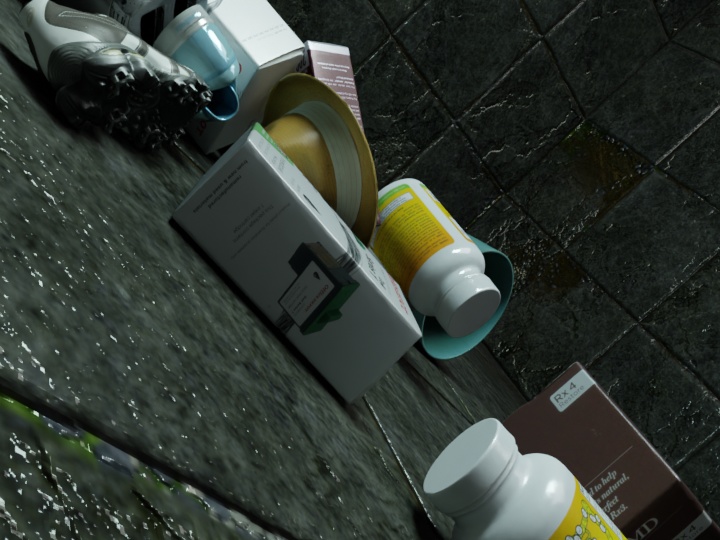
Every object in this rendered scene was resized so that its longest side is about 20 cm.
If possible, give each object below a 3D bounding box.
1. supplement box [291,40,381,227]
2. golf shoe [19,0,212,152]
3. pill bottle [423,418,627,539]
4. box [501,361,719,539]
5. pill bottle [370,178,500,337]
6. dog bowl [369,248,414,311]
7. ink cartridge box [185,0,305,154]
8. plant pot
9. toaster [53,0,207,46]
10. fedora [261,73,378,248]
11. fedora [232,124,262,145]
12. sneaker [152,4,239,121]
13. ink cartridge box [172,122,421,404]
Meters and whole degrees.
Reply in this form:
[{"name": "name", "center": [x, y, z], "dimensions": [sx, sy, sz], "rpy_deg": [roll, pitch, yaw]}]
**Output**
[{"name": "supplement box", "center": [-0.046, -0.132, 0.865], "dimensions": [0.060, 0.108, 0.205], "rpy_deg": [-4, 77, -37]}, {"name": "golf shoe", "center": [-0.177, -0.151, 0.590], "dimensions": [0.095, 0.078, 0.200], "rpy_deg": [49, 5, 5]}, {"name": "pill bottle", "center": [0.134, 0.205, 0.553], "dimensions": [0.201, 0.104, 0.104], "rpy_deg": [49, 6, -3]}, {"name": "box", "center": [0.226, 0.237, 0.744], "dimensions": [0.200, 0.165, 0.165], "rpy_deg": [44, 8, -34]}, {"name": "pill bottle", "center": [0.091, -0.015, 1.010], "dimensions": [0.201, 0.111, 0.111], "rpy_deg": [54, 8, 35]}, {"name": "dog bowl", "center": [0.000, 0.000, 1.061], "dimensions": [0.201, 0.058, 0.200], "rpy_deg": [50, 6, -7]}, {"name": "ink cartridge box", "center": [-0.174, -0.254, 0.845], "dimensions": [0.201, 0.146, 0.084], "rpy_deg": [49, 44, 4]}, {"name": "plant pot", "center": [0.131, 0.018, 1.313], "dimensions": [0.161, 0.201, 0.200], "rpy_deg": [41, 0, 42]}, {"name": "toaster", "center": [-0.208, -0.265, 0.700], "dimensions": [0.130, 0.113, 0.200], "rpy_deg": [53, -23, 2]}, {"name": "fedora", "center": [-0.066, -0.083, 0.752], "dimensions": [0.199, 0.081, 0.205], "rpy_deg": [29, -49, 40]}, {"name": "fedora", "center": [-0.111, -0.184, 1.029], "dimensions": [0.201, 0.195, 0.094], "rpy_deg": [-120, -153, -62]}, {"name": "sneaker", "center": [-0.154, -0.165, 0.732], "dimensions": [0.083, 0.074, 0.200], "rpy_deg": [53, -14, -5]}, {"name": "ink cartridge box", "center": [-0.048, -0.011, 0.639], "dimensions": [0.200, 0.084, 0.146], "rpy_deg": [48, 7, -15]}]
